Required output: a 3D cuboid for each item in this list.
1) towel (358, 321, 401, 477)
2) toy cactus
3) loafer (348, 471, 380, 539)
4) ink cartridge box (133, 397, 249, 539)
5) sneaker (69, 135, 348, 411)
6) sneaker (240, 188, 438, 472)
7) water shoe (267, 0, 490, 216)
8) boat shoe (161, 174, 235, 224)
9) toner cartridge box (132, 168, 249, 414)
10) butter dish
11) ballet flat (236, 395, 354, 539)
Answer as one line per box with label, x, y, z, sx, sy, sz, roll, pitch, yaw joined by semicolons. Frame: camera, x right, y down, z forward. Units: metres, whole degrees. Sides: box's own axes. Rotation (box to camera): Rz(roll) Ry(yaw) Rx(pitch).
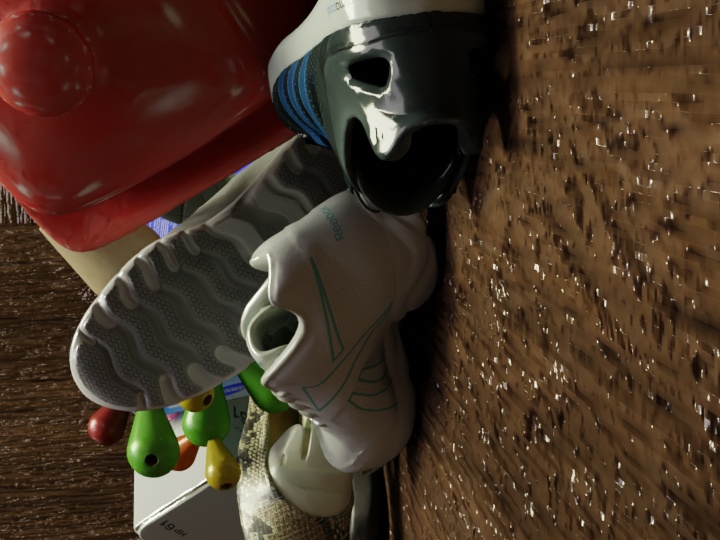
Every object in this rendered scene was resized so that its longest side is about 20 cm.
towel;0.000;0.000;0.869;0.200;0.023;0.153;-100;10;-55
toy cactus;-0.101;0.020;0.828;0.102;0.165;0.200;-33;20;51
loafer;-0.031;0.101;0.955;0.200;0.071;0.073;-102;11;-58
ink cartridge box;-0.079;0.115;1.050;0.145;0.085;0.200;39;-151;-35
sneaker;-0.062;0.000;0.766;0.075;0.200;0.082;51;160;-6
sneaker;-0.018;0.034;0.711;0.070;0.080;0.200;56;158;33
water shoe;0.003;-0.057;0.590;0.200;0.071;0.079;123;142;-81
boat shoe;-0.147;-0.108;0.877;0.074;0.202;0.065;-32;34;30
toner cartridge box;-0.105;-0.005;1.012;0.043;0.095;0.200;51;-148;-46
butter dish;-0.121;-0.107;0.663;0.200;0.200;0.148;57;-163;-16
ballet flat;-0.033;0.089;0.863;0.075;0.068;0.200;-58;23;35
